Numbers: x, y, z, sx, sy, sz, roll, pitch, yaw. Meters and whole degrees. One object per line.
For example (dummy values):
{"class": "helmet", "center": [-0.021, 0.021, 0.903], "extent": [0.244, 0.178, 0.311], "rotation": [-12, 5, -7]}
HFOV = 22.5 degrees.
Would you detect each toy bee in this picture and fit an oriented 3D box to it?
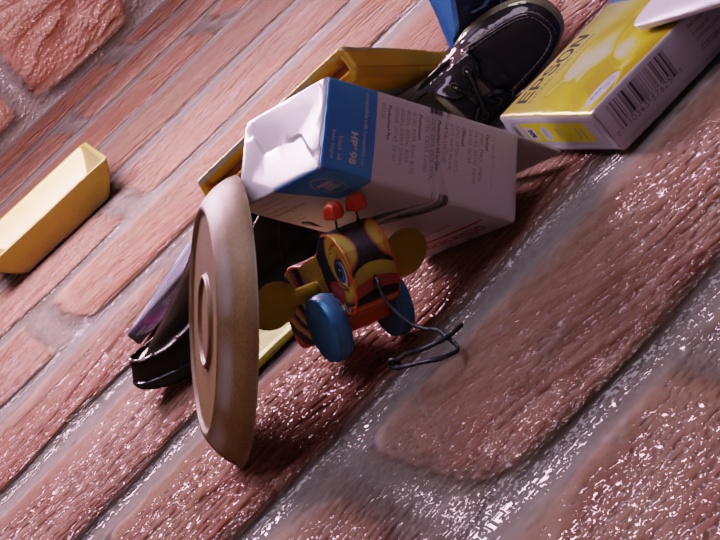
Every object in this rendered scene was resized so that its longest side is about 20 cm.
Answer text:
{"class": "toy bee", "center": [0.000, 0.000, 1.220], "extent": [0.199, 0.109, 0.131], "rotation": [-9, 12, 46]}

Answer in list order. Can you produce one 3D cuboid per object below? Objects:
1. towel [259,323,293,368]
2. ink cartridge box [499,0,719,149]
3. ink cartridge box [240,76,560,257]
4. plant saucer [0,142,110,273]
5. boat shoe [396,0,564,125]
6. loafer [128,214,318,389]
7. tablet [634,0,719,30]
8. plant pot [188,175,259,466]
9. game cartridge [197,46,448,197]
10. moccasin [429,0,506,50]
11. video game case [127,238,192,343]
{"class": "towel", "center": [-0.042, 0.015, 1.426], "extent": [0.200, 0.018, 0.086], "rotation": [-44, 17, -7]}
{"class": "ink cartridge box", "center": [0.194, -0.165, 1.318], "extent": [0.198, 0.047, 0.200], "rotation": [-47, 21, -13]}
{"class": "ink cartridge box", "center": [0.030, -0.063, 1.261], "extent": [0.116, 0.199, 0.067], "rotation": [-22, 59, 55]}
{"class": "plant saucer", "center": [-0.395, -0.071, 2.306], "extent": [0.200, 0.048, 0.200], "rotation": [-44, 18, -5]}
{"class": "boat shoe", "center": [0.083, -0.139, 1.450], "extent": [0.201, 0.072, 0.066], "rotation": [-37, 23, 31]}
{"class": "loafer", "center": [-0.126, 0.016, 1.510], "extent": [0.200, 0.071, 0.073], "rotation": [-45, 18, -13]}
{"class": "tablet", "center": [0.274, -0.217, 1.187], "extent": [0.130, 0.014, 0.200], "rotation": [-48, 19, -24]}
{"class": "plant pot", "center": [-0.097, 0.035, 1.252], "extent": [0.027, 0.202, 0.200], "rotation": [0, 14, -11]}
{"class": "game cartridge", "center": [-0.021, -0.120, 1.516], "extent": [0.176, 0.033, 0.200], "rotation": [-40, -15, 25]}
{"class": "moccasin", "center": [0.093, -0.229, 1.501], "extent": [0.068, 0.081, 0.200], "rotation": [-28, -14, 2]}
{"class": "video game case", "center": [-0.133, -0.032, 1.645], "extent": [0.200, 0.019, 0.143], "rotation": [-44, 12, 41]}
